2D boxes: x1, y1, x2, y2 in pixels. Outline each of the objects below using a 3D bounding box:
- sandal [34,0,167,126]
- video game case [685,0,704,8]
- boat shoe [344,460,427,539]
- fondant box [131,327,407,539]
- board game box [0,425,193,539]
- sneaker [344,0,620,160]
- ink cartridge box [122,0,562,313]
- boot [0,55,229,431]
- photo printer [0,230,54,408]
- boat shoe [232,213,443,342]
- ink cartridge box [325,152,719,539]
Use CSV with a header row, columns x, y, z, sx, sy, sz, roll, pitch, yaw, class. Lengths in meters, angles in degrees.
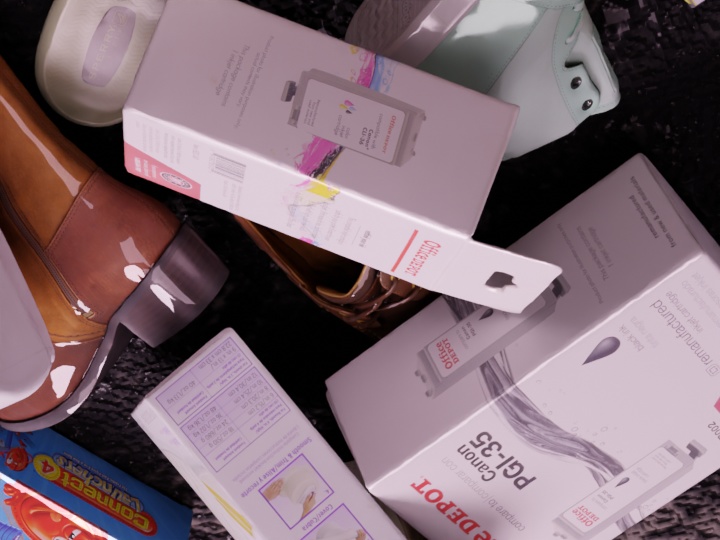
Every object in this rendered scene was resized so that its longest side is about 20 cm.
x,y,z,sx,sy,sz,roll,pitch,yaw,class
-0.100,-0.144,0.948,0.080,0.057,0.201,16,123,-8,sandal
0.194,-0.199,0.828,0.200,0.026,0.181,-33,158,11,video game case
0.018,0.193,1.164,0.065,0.072,0.200,-8,118,15,boat shoe
-0.030,0.127,1.035,0.058,0.144,0.200,-41,90,-11,fondant box
-0.232,0.167,1.166,0.196,0.056,0.200,33,120,-17,board game box
0.099,-0.138,0.941,0.200,0.074,0.118,-42,128,17,sneaker
-0.002,-0.051,0.919,0.200,0.116,0.068,21,78,-2,ink cartridge box
-0.192,-0.020,1.031,0.200,0.069,0.188,43,139,-13,boot
-0.260,0.015,1.010,0.200,0.069,0.167,-24,94,37,photo printer
0.000,-0.001,1.033,0.072,0.068,0.200,-38,114,25,boat shoe
0.106,0.060,1.021,0.200,0.083,0.147,-36,132,12,ink cartridge box
